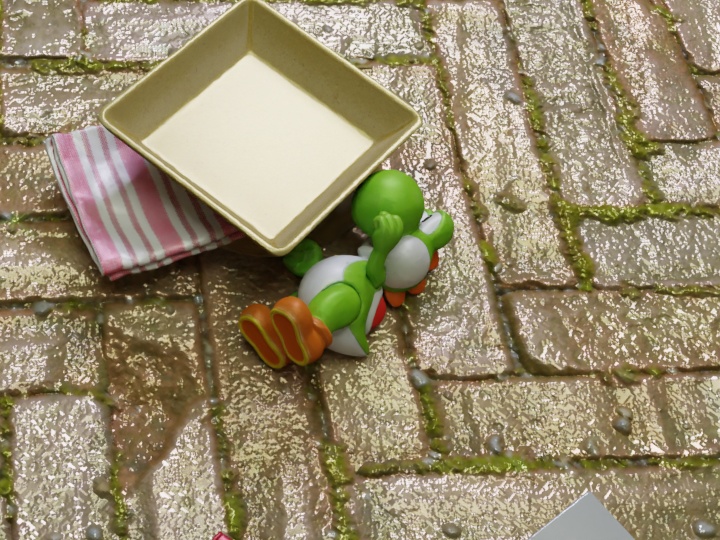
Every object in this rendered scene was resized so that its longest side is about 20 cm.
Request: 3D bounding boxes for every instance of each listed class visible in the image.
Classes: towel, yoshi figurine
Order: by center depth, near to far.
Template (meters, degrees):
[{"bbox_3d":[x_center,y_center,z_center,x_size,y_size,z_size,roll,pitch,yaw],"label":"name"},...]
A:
[{"bbox_3d":[-0.009,-0.012,1.201,0.112,0.112,0.200,38,57,23],"label":"yoshi figurine"},{"bbox_3d":[-0.149,-0.081,1.238,0.199,0.030,0.147,-19,63,-19],"label":"towel"}]

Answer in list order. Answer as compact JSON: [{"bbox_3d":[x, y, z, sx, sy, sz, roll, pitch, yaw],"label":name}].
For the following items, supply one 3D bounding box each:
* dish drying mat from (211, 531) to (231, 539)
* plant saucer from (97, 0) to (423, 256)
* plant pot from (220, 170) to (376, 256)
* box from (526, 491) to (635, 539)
[{"bbox_3d":[-0.052,0.276,1.060,0.200,0.018,0.077,37,61,15],"label":"dish drying mat"},{"bbox_3d":[-0.083,-0.114,1.230,0.200,0.049,0.200,37,57,13],"label":"plant saucer"},{"bbox_3d":[-0.083,-0.103,1.294,0.199,0.028,0.201,4,56,-6],"label":"plant pot"},{"bbox_3d":[0.138,0.259,0.988,0.097,0.200,0.124,-32,66,-25],"label":"box"}]
